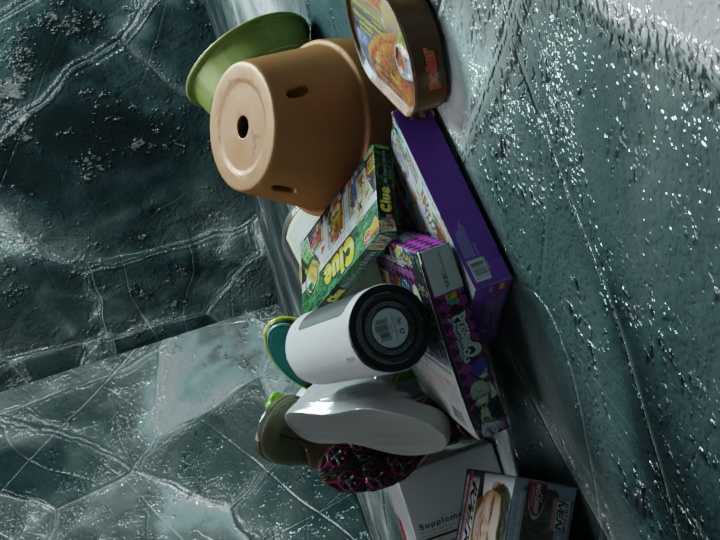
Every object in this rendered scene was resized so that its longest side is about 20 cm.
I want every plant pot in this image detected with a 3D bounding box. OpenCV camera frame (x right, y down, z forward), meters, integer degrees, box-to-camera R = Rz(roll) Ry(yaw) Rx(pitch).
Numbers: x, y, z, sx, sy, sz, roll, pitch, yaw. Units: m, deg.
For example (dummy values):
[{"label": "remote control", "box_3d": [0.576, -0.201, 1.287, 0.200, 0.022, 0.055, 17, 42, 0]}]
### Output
[{"label": "plant pot", "box_3d": [-0.071, -0.156, 1.100, 0.200, 0.140, 0.200, 6, 98, 53]}, {"label": "plant pot", "box_3d": [-0.109, -0.222, 1.413, 0.190, 0.200, 0.200, 56, 167, 14]}]

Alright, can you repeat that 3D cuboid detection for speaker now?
[{"label": "speaker", "box_3d": [-0.008, 0.066, 0.969, 0.200, 0.081, 0.081, -24, 83, 68]}]

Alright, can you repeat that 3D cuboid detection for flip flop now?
[{"label": "flip flop", "box_3d": [-0.039, 0.200, 1.150, 0.058, 0.081, 0.200, 4, 157, 47]}]

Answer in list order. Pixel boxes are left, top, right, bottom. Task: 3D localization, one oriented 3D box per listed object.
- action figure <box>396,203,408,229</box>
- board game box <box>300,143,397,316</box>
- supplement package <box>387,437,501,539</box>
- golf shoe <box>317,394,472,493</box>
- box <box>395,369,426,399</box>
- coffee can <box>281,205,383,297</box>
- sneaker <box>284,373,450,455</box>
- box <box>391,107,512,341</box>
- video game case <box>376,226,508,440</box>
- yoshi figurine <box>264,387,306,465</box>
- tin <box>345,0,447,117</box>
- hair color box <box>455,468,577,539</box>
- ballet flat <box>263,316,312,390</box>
[{"label": "action figure", "box_3d": [0.018, -0.119, 1.159, 0.118, 0.055, 0.200, 90, 156, -59]}, {"label": "board game box", "box_3d": [-0.017, -0.032, 1.043, 0.200, 0.023, 0.105, 130, 141, -51]}, {"label": "supplement package", "box_3d": [0.113, 0.304, 1.186, 0.121, 0.120, 0.200, 172, 81, -82]}, {"label": "golf shoe", "box_3d": [0.045, 0.190, 1.128, 0.092, 0.200, 0.073, 136, 111, -78]}, {"label": "box", "box_3d": [0.050, 0.118, 1.306, 0.200, 0.097, 0.177, -122, 19, -54]}, {"label": "coffee can", "box_3d": [0.000, 0.000, 1.201, 0.200, 0.146, 0.146, -121, 15, -55]}, {"label": "sneaker", "box_3d": [0.024, 0.126, 1.059, 0.200, 0.116, 0.074, 1, 131, 38]}, {"label": "box", "box_3d": [0.081, -0.042, 0.967, 0.137, 0.039, 0.200, 90, 159, -64]}, {"label": "video game case", "box_3d": [0.070, 0.052, 0.977, 0.200, 0.036, 0.181, -152, 42, -77]}, {"label": "yoshi figurine", "box_3d": [-0.064, 0.145, 1.289, 0.200, 0.112, 0.112, -72, -14, -62]}, {"label": "tin", "box_3d": [0.031, -0.217, 0.943, 0.200, 0.042, 0.112, -121, 12, -57]}, {"label": "hair color box", "box_3d": [0.142, 0.246, 0.968, 0.200, 0.061, 0.099, 127, 154, -79]}, {"label": "ballet flat", "box_3d": [-0.042, 0.114, 1.187, 0.200, 0.067, 0.067, 46, -161, -24]}]
